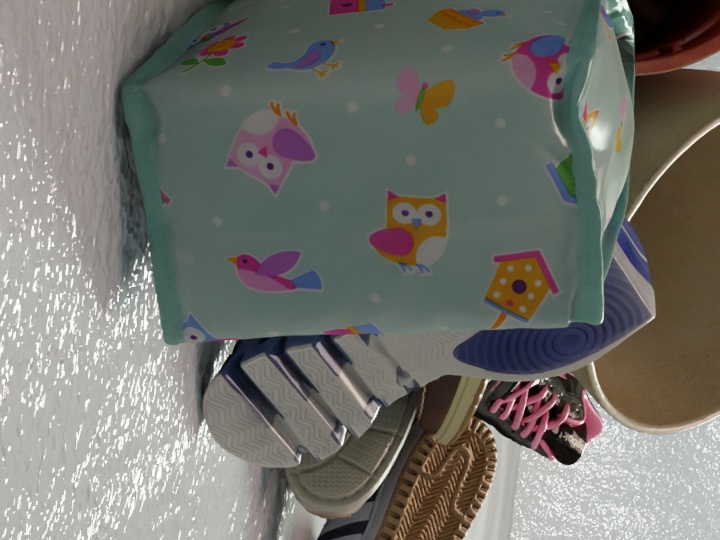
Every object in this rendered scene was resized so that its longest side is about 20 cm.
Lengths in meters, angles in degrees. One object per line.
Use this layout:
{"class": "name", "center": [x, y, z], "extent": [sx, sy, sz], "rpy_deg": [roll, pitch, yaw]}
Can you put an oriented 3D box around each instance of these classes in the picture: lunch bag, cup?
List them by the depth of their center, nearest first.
{"class": "lunch bag", "center": [0.019, -0.062, 0.686], "extent": [0.200, 0.168, 0.123], "rpy_deg": [-64, 149, -62]}
{"class": "cup", "center": [0.157, -0.031, 1.005], "extent": [0.199, 0.143, 0.202], "rpy_deg": [-20, 127, -29]}

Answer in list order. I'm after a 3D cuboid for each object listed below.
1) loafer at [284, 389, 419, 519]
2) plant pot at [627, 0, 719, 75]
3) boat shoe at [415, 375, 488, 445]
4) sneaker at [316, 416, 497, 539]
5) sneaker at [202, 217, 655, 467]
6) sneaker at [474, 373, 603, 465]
{"class": "loafer", "center": [-0.001, 0.044, 0.974], "extent": [0.063, 0.071, 0.202], "rpy_deg": [95, 3, -63]}
{"class": "plant pot", "center": [0.128, -0.197, 0.989], "extent": [0.195, 0.198, 0.203], "rpy_deg": [167, -70, -88]}
{"class": "boat shoe", "center": [0.046, -0.003, 0.877], "extent": [0.072, 0.071, 0.201], "rpy_deg": [-59, 165, -48]}
{"class": "sneaker", "center": [-0.009, 0.158, 0.986], "extent": [0.201, 0.070, 0.108], "rpy_deg": [-57, -153, -7]}
{"class": "sneaker", "center": [0.021, -0.001, 0.786], "extent": [0.081, 0.198, 0.116], "rpy_deg": [56, 21, -37]}
{"class": "sneaker", "center": [0.094, 0.068, 1.031], "extent": [0.079, 0.096, 0.200], "rpy_deg": [-44, 159, 8]}
